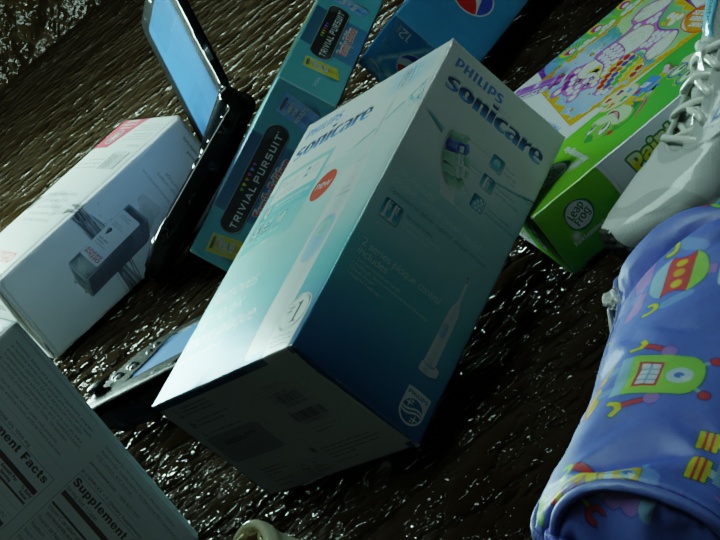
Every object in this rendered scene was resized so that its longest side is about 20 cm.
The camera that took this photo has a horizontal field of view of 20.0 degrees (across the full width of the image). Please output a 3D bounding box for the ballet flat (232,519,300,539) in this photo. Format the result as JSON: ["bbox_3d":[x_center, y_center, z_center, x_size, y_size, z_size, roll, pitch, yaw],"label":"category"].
[{"bbox_3d":[-0.070,0.179,0.840,0.069,0.070,0.200,-24,23,40],"label":"ballet flat"}]

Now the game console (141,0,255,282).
[{"bbox_3d":[-0.146,-0.103,1.480,0.177,0.116,0.200,-61,3,-11],"label":"game console"}]

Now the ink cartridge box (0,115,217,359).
[{"bbox_3d":[-0.215,-0.028,1.636,0.200,0.085,0.145,-42,17,-16],"label":"ink cartridge box"}]

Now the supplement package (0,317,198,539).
[{"bbox_3d":[-0.203,0.113,1.128,0.111,0.156,0.200,-43,17,-16],"label":"supplement package"}]

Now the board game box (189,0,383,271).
[{"bbox_3d":[-0.051,-0.107,1.455,0.152,0.047,0.200,-61,5,29],"label":"board game box"}]

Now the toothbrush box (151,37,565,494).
[{"bbox_3d":[0.000,0.000,1.043,0.146,0.085,0.201,-24,31,55],"label":"toothbrush box"}]

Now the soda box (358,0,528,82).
[{"bbox_3d":[0.081,-0.199,1.460,0.200,0.068,0.064,-53,4,-39],"label":"soda box"}]

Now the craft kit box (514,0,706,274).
[{"bbox_3d":[0.152,-0.094,1.120,0.197,0.049,0.200,-42,17,-1],"label":"craft kit box"}]

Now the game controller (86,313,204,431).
[{"bbox_3d":[-0.088,0.041,1.270,0.199,0.042,0.105,-27,21,33],"label":"game controller"}]

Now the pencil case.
[{"bbox_3d":[0.118,0.052,0.749,0.086,0.079,0.200,1,32,18],"label":"pencil case"}]

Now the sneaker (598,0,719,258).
[{"bbox_3d":[0.178,-0.090,0.980,0.200,0.087,0.075,-44,19,-11],"label":"sneaker"}]
